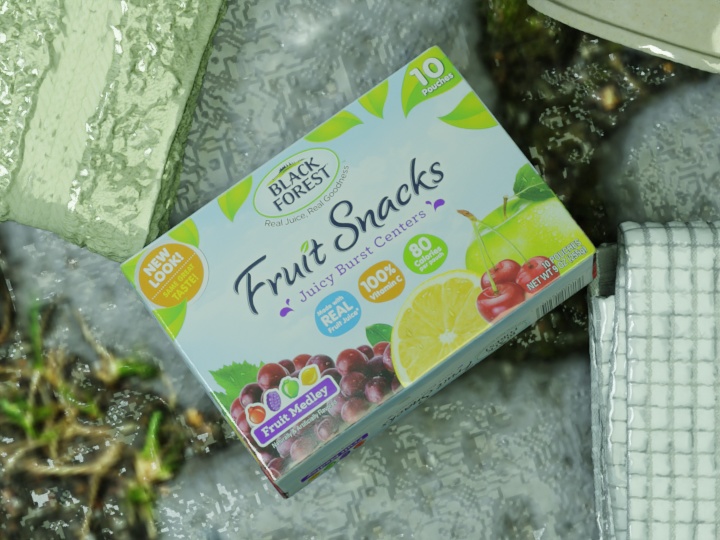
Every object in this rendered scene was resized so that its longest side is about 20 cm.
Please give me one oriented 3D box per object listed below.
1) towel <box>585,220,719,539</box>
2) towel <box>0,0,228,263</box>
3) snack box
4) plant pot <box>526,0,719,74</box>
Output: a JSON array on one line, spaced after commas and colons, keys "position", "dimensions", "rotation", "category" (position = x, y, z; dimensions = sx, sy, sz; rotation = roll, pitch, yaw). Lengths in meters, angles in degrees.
[{"position": [0.203, 0.071, 1.330], "dimensions": [0.166, 0.086, 0.200], "rotation": [-3, 93, -4], "category": "towel"}, {"position": [-0.148, -0.114, 1.296], "dimensions": [0.148, 0.036, 0.200], "rotation": [16, 91, -7], "category": "towel"}, {"position": [0.000, 0.000, 1.291], "dimensions": [0.200, 0.053, 0.142], "rotation": [-36, 73, -5], "category": "snack box"}, {"position": [0.203, -0.193, 1.240], "dimensions": [0.200, 0.200, 0.184], "rotation": [14, 102, -8], "category": "plant pot"}]
